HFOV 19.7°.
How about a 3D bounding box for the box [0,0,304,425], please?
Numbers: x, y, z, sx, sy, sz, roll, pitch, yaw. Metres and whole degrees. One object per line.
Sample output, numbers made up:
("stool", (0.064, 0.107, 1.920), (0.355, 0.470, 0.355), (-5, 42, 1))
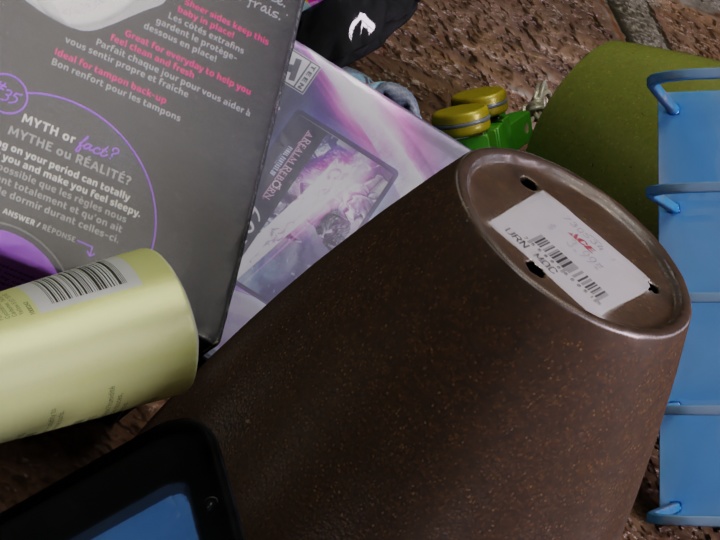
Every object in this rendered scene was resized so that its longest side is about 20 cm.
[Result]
("box", (-0.105, -0.063, 0.799), (0.122, 0.106, 0.201), (24, 60, -20))

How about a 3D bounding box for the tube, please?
("tube", (-0.149, 0.042, 0.654), (0.199, 0.058, 0.052), (-16, 49, -28))

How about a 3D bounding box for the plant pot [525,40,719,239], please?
("plant pot", (0.190, -0.031, 1.082), (0.199, 0.188, 0.187), (36, 27, 23))

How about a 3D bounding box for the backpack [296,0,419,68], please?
("backpack", (-0.046, -0.199, 1.036), (0.167, 0.126, 0.201), (-69, 135, -77))

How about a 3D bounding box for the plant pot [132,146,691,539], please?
("plant pot", (0.022, 0.063, 0.724), (0.186, 0.201, 0.188), (25, 30, -16))

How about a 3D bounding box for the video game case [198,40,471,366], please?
("video game case", (0.000, 0.000, 0.877), (0.199, 0.019, 0.143), (32, 71, 7))

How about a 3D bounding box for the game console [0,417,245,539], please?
("game console", (-0.123, 0.127, 0.567), (0.175, 0.117, 0.201), (16, 33, -30))

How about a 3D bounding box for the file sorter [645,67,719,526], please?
("file sorter", (0.192, 0.014, 0.904), (0.137, 0.202, 0.123), (-1, -3, 16))

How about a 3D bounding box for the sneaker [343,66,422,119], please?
("sneaker", (0.005, -0.052, 0.988), (0.079, 0.096, 0.201), (26, 30, -15))

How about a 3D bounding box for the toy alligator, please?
("toy alligator", (0.059, -0.067, 1.120), (0.054, 0.060, 0.200), (-5, 15, 19))
